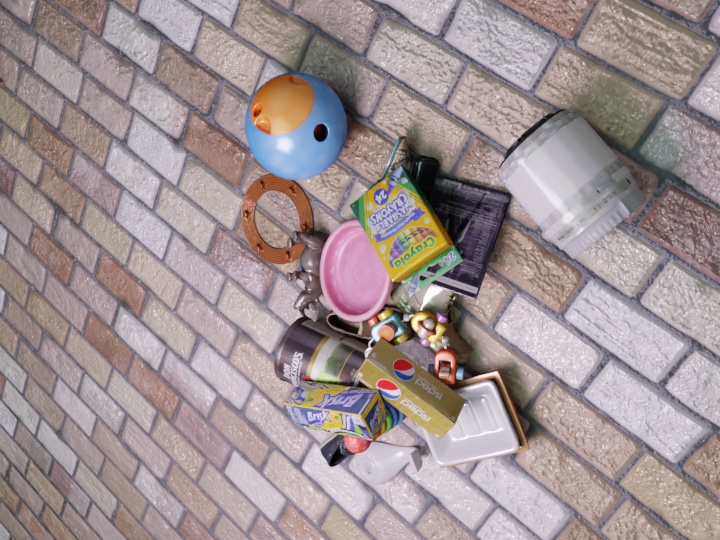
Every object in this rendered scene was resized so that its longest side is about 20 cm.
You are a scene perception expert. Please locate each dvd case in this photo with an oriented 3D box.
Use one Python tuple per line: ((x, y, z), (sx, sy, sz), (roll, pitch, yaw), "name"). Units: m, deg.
((0.177, -0.064, 1.169), (0.147, 0.016, 0.203), (18, 86, 25), "dvd case")

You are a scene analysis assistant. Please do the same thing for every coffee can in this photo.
((-0.061, 0.201, 1.339), (0.198, 0.146, 0.149), (21, 111, 24), "coffee can")

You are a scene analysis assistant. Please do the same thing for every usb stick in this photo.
((0.106, -0.121, 1.221), (0.033, 0.055, 0.203), (41, 123, 51), "usb stick")

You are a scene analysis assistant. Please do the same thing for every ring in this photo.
((-0.191, -0.112, 1.416), (0.198, 0.019, 0.204), (8, 106, 29), "ring")

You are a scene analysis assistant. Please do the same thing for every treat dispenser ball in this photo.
((-0.125, -0.279, 1.230), (0.198, 0.200, 0.204), (7, 105, 28), "treat dispenser ball")

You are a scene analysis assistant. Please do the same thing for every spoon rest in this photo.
((0.063, 0.416, 1.378), (0.199, 0.060, 0.101), (-23, 88, 46), "spoon rest")

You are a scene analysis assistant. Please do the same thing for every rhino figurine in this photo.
((-0.111, 0.008, 1.362), (0.060, 0.086, 0.203), (31, 122, 57), "rhino figurine")

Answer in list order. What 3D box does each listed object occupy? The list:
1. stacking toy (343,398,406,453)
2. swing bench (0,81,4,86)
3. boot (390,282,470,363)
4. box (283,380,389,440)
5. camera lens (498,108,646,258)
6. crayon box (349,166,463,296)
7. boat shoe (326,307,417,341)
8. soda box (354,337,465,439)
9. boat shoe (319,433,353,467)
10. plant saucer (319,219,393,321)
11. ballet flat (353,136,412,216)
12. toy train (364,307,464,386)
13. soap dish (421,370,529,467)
((0.031, 0.302, 1.273), (0.084, 0.199, 0.087), (13, 115, 30), "stacking toy")
((-1.126, -0.621, 1.778), (0.196, 0.129, 0.203), (10, 107, 27), "swing bench")
((0.169, 0.064, 1.218), (0.200, 0.072, 0.155), (47, 117, 13), "boot")
((-0.048, 0.266, 1.216), (0.198, 0.070, 0.065), (-1, 124, 38), "box")
((0.334, -0.142, 1.018), (0.160, 0.159, 0.201), (-44, 79, 30), "camera lens")
((0.082, -0.070, 1.159), (0.125, 0.051, 0.202), (-35, 76, 19), "crayon box")
((0.020, 0.115, 1.312), (0.200, 0.075, 0.076), (6, 105, 29), "boat shoe")
((0.092, 0.218, 1.173), (0.199, 0.064, 0.068), (35, 135, 3), "soda box")
((-0.021, 0.371, 1.392), (0.200, 0.074, 0.063), (-47, 48, 35), "boat shoe")
((0.000, 0.000, 1.281), (0.199, 0.050, 0.204), (0, 90, 44), "plant saucer")
((0.059, -0.167, 1.238), (0.075, 0.068, 0.201), (32, 124, -4), "ballet flat")
((0.099, 0.148, 1.191), (0.197, 0.056, 0.153), (8, 103, 15), "toy train")
((0.215, 0.288, 1.235), (0.198, 0.081, 0.159), (-23, 90, 32), "soap dish")
